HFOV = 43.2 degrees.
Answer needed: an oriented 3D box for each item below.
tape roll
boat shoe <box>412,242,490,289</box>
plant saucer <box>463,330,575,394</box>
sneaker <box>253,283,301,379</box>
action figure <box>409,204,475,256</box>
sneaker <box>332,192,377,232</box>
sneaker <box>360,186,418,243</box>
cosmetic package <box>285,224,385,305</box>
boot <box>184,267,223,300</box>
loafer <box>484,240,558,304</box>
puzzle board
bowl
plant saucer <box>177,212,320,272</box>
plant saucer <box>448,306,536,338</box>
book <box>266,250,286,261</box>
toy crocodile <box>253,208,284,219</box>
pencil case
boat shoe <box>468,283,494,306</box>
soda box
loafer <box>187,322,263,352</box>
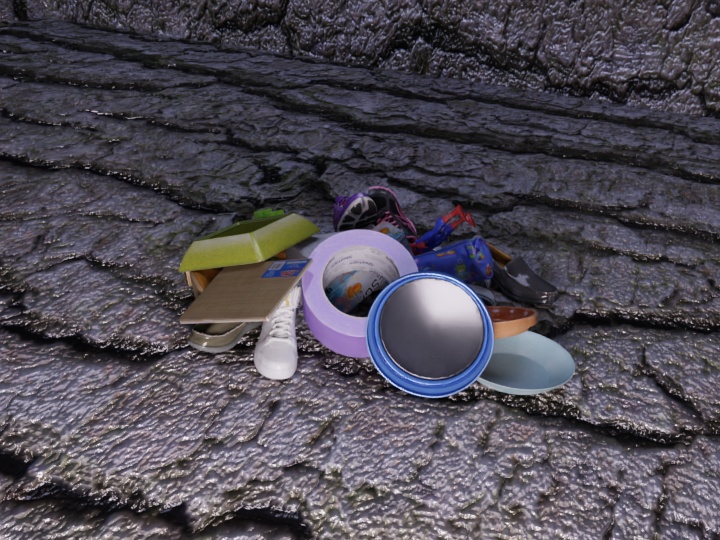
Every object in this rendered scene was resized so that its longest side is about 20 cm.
[{"bbox_3d":[0.000,0.038,1.526,0.198,0.085,0.202,1,61,-1],"label":"tape roll"},{"bbox_3d":[0.159,0.000,1.776,0.199,0.069,0.056,22,30,28],"label":"boat shoe"},{"bbox_3d":[0.250,0.156,1.493,0.199,0.039,0.201,4,26,-2],"label":"plant saucer"},{"bbox_3d":[-0.135,0.083,1.488,0.073,0.117,0.200,3,26,-8],"label":"sneaker"},{"bbox_3d":[0.125,-0.049,1.743,0.065,0.199,0.052,23,41,-54],"label":"action figure"},{"bbox_3d":[-0.027,-0.114,1.785,0.080,0.084,0.200,-18,-10,-17],"label":"sneaker"},{"bbox_3d":[0.067,-0.091,1.850,0.079,0.200,0.096,-36,42,12],"label":"sneaker"},{"bbox_3d":[-0.039,-0.011,1.715,0.198,0.109,0.085,-13,29,-31],"label":"cosmetic package"},{"bbox_3d":[-0.238,0.013,1.652,0.143,0.071,0.201,-14,21,-15],"label":"boot"},{"bbox_3d":[0.301,0.006,1.781,0.199,0.073,0.073,24,30,34],"label":"loafer"},{"bbox_3d":[-0.186,0.036,1.488,0.199,0.017,0.151,-4,35,36],"label":"puzzle board"},{"bbox_3d":[0.108,0.096,1.406,0.198,0.203,0.039,9,17,9],"label":"bowl"},{"bbox_3d":[-0.205,-0.057,1.649,0.198,0.048,0.200,-7,15,32],"label":"plant saucer"},{"bbox_3d":[0.193,0.088,1.510,0.198,0.033,0.200,-4,4,0],"label":"plant saucer"},{"bbox_3d":[-0.124,-0.025,1.803,0.198,0.049,0.133,-10,26,-31],"label":"book"},{"bbox_3d":[-0.189,-0.085,1.832,0.061,0.068,0.200,-15,10,-23],"label":"toy crocodile"},{"bbox_3d":[0.144,-0.004,1.680,0.198,0.087,0.078,-14,35,24],"label":"pencil case"},{"bbox_3d":[0.149,0.070,1.640,0.198,0.072,0.071,1,48,-11],"label":"boat shoe"},{"bbox_3d":[0.000,0.000,1.645,0.200,0.064,0.068,-40,41,-15],"label":"soda box"},{"bbox_3d":[-0.221,0.075,1.539,0.075,0.070,0.200,16,27,23],"label":"loafer"}]
